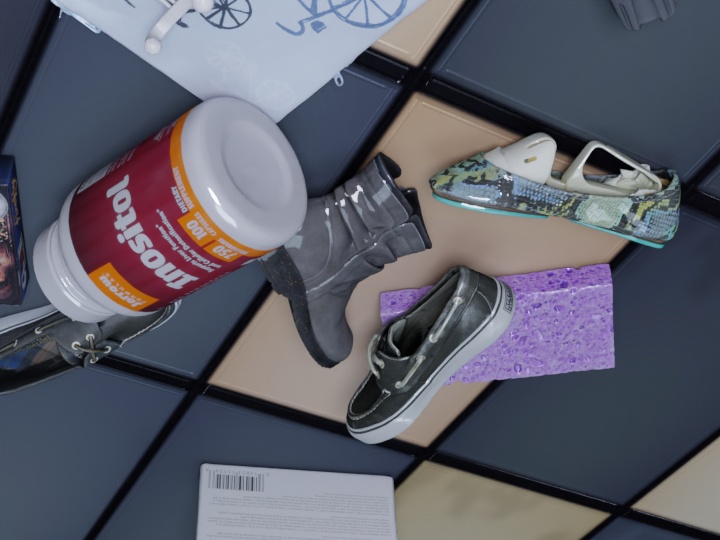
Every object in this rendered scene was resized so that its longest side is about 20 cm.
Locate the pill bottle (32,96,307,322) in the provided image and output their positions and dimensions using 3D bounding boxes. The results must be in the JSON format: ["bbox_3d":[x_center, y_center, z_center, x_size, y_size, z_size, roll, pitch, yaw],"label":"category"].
[{"bbox_3d":[-0.144,-0.035,0.865,0.200,0.113,0.113,-27,132,34],"label":"pill bottle"}]

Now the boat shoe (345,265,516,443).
[{"bbox_3d":[0.040,0.067,0.986,0.064,0.071,0.200,26,122,-27],"label":"boat shoe"}]

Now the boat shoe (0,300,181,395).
[{"bbox_3d":[-0.238,0.056,1.004,0.199,0.057,0.069,-20,134,17],"label":"boat shoe"}]

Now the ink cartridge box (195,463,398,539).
[{"bbox_3d":[-0.062,0.276,1.162,0.199,0.174,0.044,6,136,-9],"label":"ink cartridge box"}]

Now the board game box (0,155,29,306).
[{"bbox_3d":[-0.364,-0.034,0.918,0.199,0.035,0.136,3,137,-6],"label":"board game box"}]

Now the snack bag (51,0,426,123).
[{"bbox_3d":[-0.073,-0.185,0.785,0.188,0.021,0.200,32,129,-31],"label":"snack bag"}]

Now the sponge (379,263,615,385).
[{"bbox_3d":[0.122,0.052,1.040,0.199,0.030,0.112,-7,136,5],"label":"sponge"}]

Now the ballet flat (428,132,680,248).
[{"bbox_3d":[0.151,-0.070,0.899,0.199,0.074,0.074,9,135,-16],"label":"ballet flat"}]

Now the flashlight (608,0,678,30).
[{"bbox_3d":[0.145,-0.232,0.714,0.067,0.068,0.200,-20,133,16],"label":"flashlight"}]

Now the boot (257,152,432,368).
[{"bbox_3d":[0.000,0.000,0.955,0.131,0.070,0.200,-23,146,2],"label":"boot"}]

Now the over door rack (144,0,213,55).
[{"bbox_3d":[-0.119,-0.227,0.678,0.148,0.067,0.200,39,127,-21],"label":"over door rack"}]
